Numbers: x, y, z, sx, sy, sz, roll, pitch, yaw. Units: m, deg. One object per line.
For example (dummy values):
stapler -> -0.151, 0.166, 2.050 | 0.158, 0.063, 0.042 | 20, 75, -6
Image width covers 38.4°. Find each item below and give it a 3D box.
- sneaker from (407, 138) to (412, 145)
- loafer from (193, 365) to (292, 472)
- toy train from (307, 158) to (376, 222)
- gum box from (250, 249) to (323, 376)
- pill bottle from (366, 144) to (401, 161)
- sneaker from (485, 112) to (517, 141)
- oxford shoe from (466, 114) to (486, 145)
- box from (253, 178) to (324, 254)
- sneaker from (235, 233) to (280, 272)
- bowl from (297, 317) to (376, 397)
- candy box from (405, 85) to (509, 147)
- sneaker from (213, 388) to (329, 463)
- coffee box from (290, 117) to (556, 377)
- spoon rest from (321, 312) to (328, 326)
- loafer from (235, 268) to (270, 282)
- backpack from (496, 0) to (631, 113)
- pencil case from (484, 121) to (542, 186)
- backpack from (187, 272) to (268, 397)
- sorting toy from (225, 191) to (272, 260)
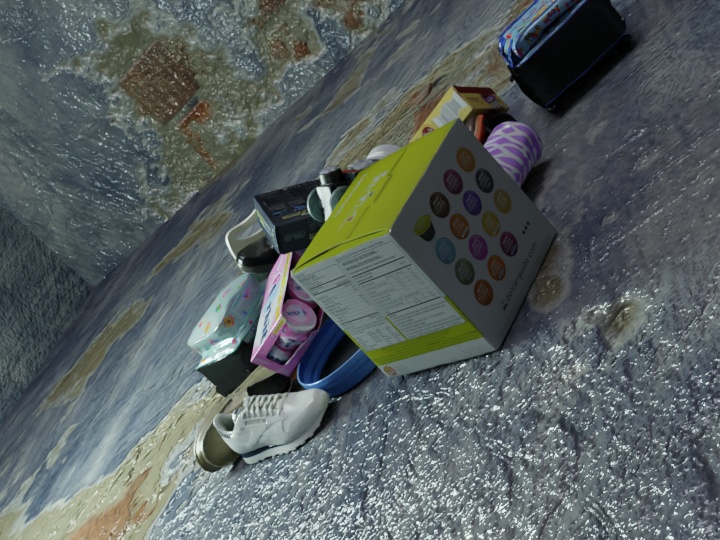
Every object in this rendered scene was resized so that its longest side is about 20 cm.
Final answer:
sneaker -> 0.153, -0.211, 1.754 | 0.082, 0.075, 0.199 | -37, 18, -23
loafer -> -0.172, 0.211, 1.534 | 0.201, 0.076, 0.067 | -53, 12, -22
toy train -> 0.004, -0.050, 1.391 | 0.113, 0.203, 0.085 | -24, 15, -31
gum box -> -0.103, 0.050, 1.553 | 0.114, 0.065, 0.201 | -56, 19, 40
pill bottle -> 0.027, -0.120, 1.743 | 0.113, 0.113, 0.201 | -31, 22, 39
sneaker -> 0.158, -0.155, 1.580 | 0.201, 0.076, 0.115 | -52, 15, -17
oxford shoe -> 0.125, -0.132, 1.470 | 0.071, 0.072, 0.202 | 34, -104, -73
box -> -0.051, -0.094, 1.560 | 0.197, 0.052, 0.158 | -17, 23, -12
sneaker -> -0.123, -0.071, 1.725 | 0.197, 0.115, 0.076 | -20, 39, -14
bowl -> -0.007, 0.095, 1.463 | 0.200, 0.039, 0.201 | -41, 18, 16
candy box -> 0.129, -0.193, 1.602 | 0.116, 0.057, 0.201 | -11, -36, -53
sneaker -> -0.124, 0.205, 1.428 | 0.199, 0.081, 0.077 | -32, 20, 36
coffee box -> 0.076, -0.022, 1.248 | 0.199, 0.198, 0.201 | -21, 29, 50
spoon rest -> -0.023, 0.026, 1.581 | 0.099, 0.061, 0.201 | -32, -21, -48
loafer -> -0.119, -0.009, 1.790 | 0.197, 0.072, 0.064 | -10, 54, 3
backpack -> 0.299, -0.354, 1.592 | 0.182, 0.135, 0.200 | -42, 14, 10
pencil case -> 0.186, -0.115, 1.403 | 0.083, 0.086, 0.201 | -6, 41, 41
backpack -> -0.175, 0.091, 1.696 | 0.200, 0.154, 0.175 | -49, 10, -36
sorting toy -> -0.140, -0.040, 1.849 | 0.200, 0.180, 0.107 | -44, 17, 5
